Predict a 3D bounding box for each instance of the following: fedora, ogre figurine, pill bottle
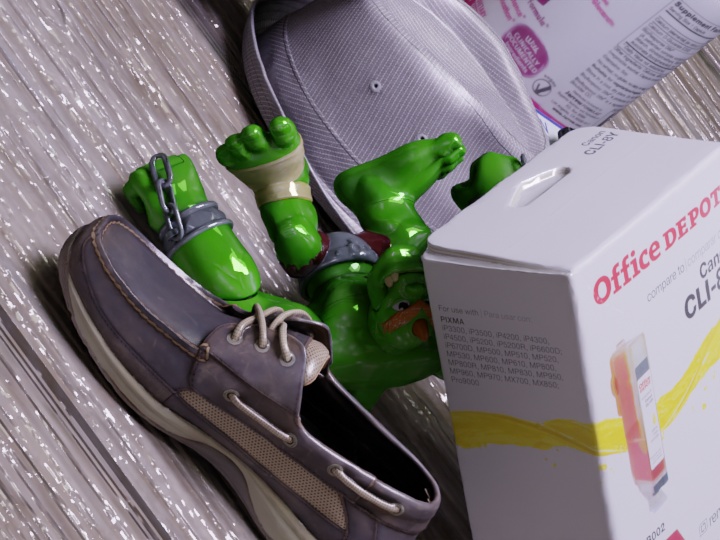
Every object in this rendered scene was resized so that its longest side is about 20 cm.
[{"bbox_3d":[0.032,-0.081,1.495,0.200,0.090,0.177,53,25,1],"label":"fedora"},{"bbox_3d":[0.000,0.000,1.324,0.200,0.098,0.120,9,58,-45],"label":"ogre figurine"},{"bbox_3d":[0.162,-0.172,1.710,0.113,0.200,0.114,40,27,-25],"label":"pill bottle"}]

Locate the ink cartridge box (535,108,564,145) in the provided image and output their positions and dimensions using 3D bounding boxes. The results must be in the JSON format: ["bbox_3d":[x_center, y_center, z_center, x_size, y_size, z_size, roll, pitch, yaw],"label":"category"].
[{"bbox_3d":[0.145,0.014,1.623,0.199,0.041,0.200,31,32,-42],"label":"ink cartridge box"}]

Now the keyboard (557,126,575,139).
[{"bbox_3d":[0.187,0.002,1.645,0.200,0.021,0.127,33,24,-38],"label":"keyboard"}]

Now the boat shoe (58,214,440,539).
[{"bbox_3d":[-0.042,0.045,1.225,0.200,0.073,0.075,46,25,-14],"label":"boat shoe"}]

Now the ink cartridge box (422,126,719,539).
[{"bbox_3d":[0.112,0.055,1.313,0.145,0.083,0.201,-37,124,-45],"label":"ink cartridge box"}]
